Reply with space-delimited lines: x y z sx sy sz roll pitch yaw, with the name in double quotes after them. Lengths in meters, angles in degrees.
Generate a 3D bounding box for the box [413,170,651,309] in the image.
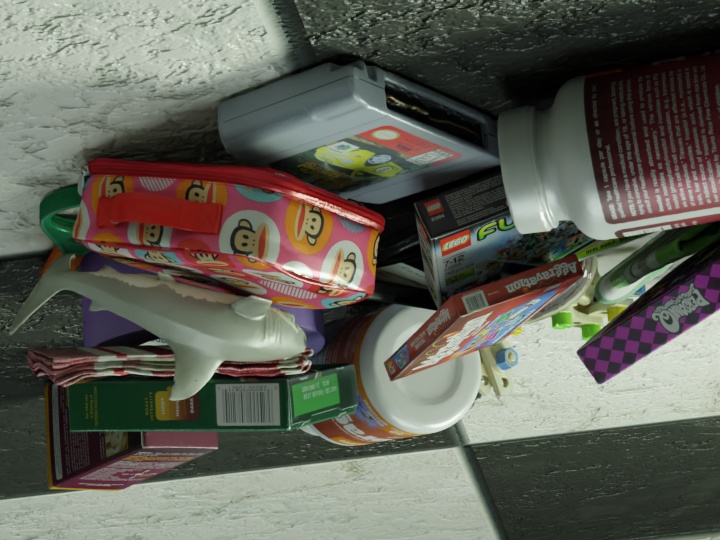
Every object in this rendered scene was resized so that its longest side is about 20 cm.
0.140 -0.042 1.459 0.200 0.035 0.110 -21 149 -5 "box"

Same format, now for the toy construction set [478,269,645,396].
0.148 0.037 1.792 0.131 0.092 0.200 8 148 -40 "toy construction set"

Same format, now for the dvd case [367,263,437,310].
0.000 0.000 1.571 0.142 0.018 0.200 23 -173 35 "dvd case"

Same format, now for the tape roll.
-0.131 0.029 1.665 0.199 0.085 0.200 -5 164 -1 "tape roll"

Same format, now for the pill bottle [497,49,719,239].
0.197 -0.083 1.341 0.199 0.113 0.113 -10 163 14 "pill bottle"

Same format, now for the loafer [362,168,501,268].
0.098 -0.038 1.534 0.200 0.071 0.068 -6 162 1 "loafer"

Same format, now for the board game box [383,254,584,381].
0.089 0.038 1.518 0.103 0.019 0.200 -17 169 -18 "board game box"

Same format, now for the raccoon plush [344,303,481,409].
0.052 0.063 1.904 0.097 0.134 0.200 -20 -166 19 "raccoon plush"

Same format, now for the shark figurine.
-0.142 0.045 1.429 0.214 0.090 0.128 14 174 -6 "shark figurine"

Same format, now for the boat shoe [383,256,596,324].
0.102 0.010 1.693 0.200 0.075 0.073 -16 161 29 "boat shoe"

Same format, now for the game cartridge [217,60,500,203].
0.000 -0.091 1.390 0.133 0.041 0.200 -12 163 35 "game cartridge"

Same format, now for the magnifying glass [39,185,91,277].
-0.220 -0.025 1.565 0.079 0.022 0.200 0 163 -20 "magnifying glass"

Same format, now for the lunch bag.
-0.102 -0.029 1.404 0.200 0.082 0.176 6 173 38 "lunch bag"

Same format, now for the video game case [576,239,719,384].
0.270 -0.007 1.447 0.200 0.036 0.181 -38 178 41 "video game case"

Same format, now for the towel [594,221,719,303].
0.262 -0.032 1.518 0.149 0.031 0.200 -37 179 -14 "towel"

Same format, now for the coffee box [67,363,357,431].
-0.118 0.100 1.588 0.200 0.044 0.123 -3 -178 26 "coffee box"

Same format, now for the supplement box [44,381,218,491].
-0.228 0.144 1.974 0.085 0.111 0.200 6 160 -35 "supplement box"

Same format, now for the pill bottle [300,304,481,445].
0.009 0.092 1.719 0.112 0.112 0.200 3 169 -27 "pill bottle"

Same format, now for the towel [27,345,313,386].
-0.149 0.070 1.544 0.199 0.023 0.144 -1 -179 -16 "towel"
